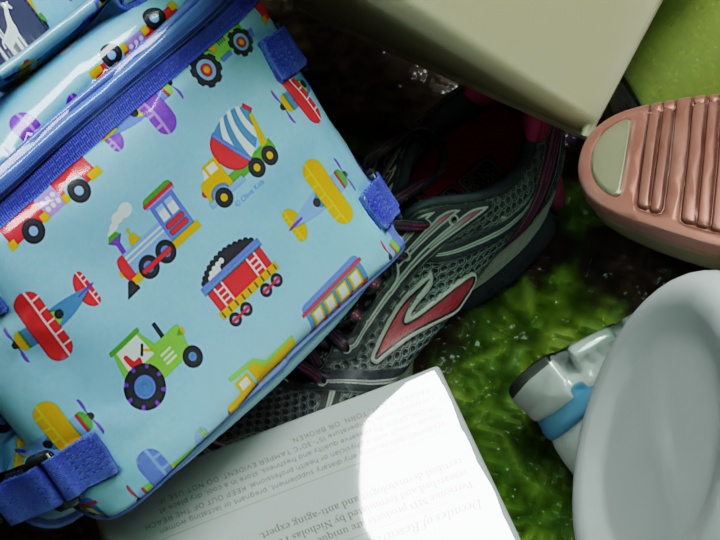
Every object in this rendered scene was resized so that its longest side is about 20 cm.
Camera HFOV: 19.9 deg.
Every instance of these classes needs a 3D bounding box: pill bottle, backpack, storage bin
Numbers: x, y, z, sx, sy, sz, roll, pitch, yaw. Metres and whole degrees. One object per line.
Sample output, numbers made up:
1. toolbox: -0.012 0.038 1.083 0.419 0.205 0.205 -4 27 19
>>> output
1. pill bottle: 0.179 0.076 0.659 0.199 0.116 0.116 14 58 -19
2. backpack: -0.107 -0.041 0.633 0.182 0.134 0.201 -38 105 -31
3. storage bin: -0.017 -0.144 0.690 0.198 0.199 0.094 30 94 43

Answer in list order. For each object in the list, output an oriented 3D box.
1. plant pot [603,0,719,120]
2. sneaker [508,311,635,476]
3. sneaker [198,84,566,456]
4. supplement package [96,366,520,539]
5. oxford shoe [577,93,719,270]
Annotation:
1. plant pot: 0.187 -0.102 0.767 0.199 0.187 0.188 -30 64 -1
2. sneaker: 0.155 0.035 0.745 0.199 0.075 0.087 -26 84 -15
3. sneaker: 0.000 0.000 0.750 0.080 0.075 0.200 34 66 17
4. supplement package: 0.008 0.157 0.635 0.119 0.122 0.201 -20 62 -11
5. oxford shoe: 0.168 -0.006 0.684 0.198 0.074 0.071 12 58 7
